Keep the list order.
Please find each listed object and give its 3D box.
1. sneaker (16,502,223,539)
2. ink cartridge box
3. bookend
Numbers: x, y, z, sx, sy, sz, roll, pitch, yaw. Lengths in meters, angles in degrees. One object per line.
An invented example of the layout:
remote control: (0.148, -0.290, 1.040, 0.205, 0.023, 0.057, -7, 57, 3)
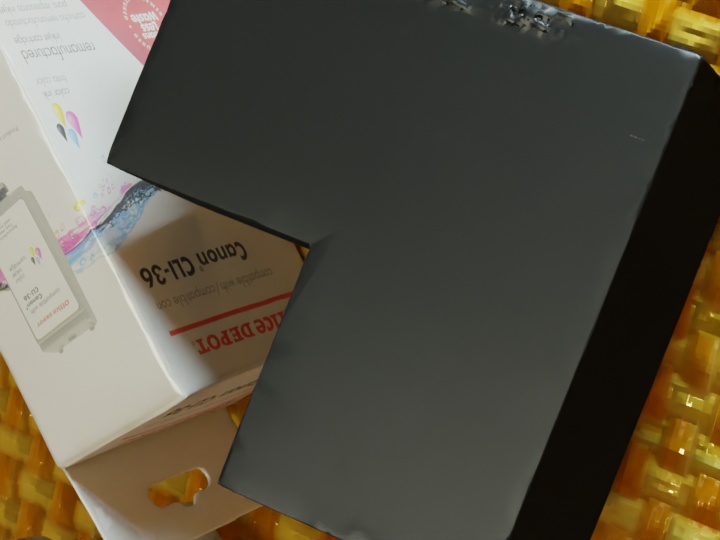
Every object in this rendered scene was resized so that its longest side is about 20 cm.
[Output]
sneaker: (-0.132, 0.152, 0.889, 0.199, 0.075, 0.087, -25, 89, -6)
ink cartridge box: (-0.082, -0.003, 0.844, 0.067, 0.116, 0.201, -30, 84, 30)
bookend: (0.000, 0.000, 0.769, 0.198, 0.092, 0.201, 21, 88, 23)
